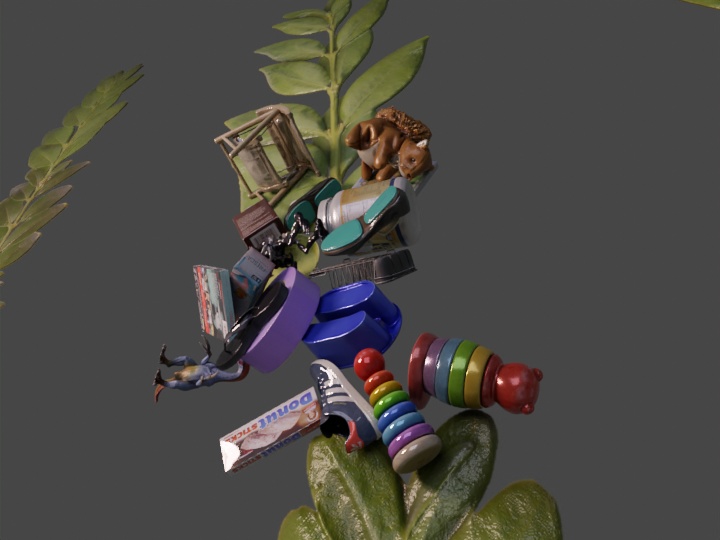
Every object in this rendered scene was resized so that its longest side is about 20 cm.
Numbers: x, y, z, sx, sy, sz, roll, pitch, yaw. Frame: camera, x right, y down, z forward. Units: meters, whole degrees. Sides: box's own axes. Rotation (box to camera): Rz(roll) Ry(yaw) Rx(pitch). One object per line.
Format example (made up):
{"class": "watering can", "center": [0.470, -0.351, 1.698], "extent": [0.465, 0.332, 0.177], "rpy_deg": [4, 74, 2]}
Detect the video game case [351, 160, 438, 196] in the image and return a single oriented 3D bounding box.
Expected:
{"class": "video game case", "center": [0.065, -0.203, 1.404], "extent": [0.179, 0.022, 0.201], "rpy_deg": [16, 58, 38]}

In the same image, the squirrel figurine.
{"class": "squirrel figurine", "center": [0.096, -0.298, 1.369], "extent": [0.184, 0.143, 0.202], "rpy_deg": [18, 60, 31]}

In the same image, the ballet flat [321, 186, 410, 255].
{"class": "ballet flat", "center": [0.016, -0.078, 1.132], "extent": [0.198, 0.068, 0.069], "rpy_deg": [-36, 38, 18]}

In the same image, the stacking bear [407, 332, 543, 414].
{"class": "stacking bear", "center": [0.183, 0.170, 0.919], "extent": [0.196, 0.115, 0.123], "rpy_deg": [9, 53, 29]}

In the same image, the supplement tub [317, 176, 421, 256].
{"class": "supplement tub", "center": [0.020, -0.110, 1.245], "extent": [0.195, 0.146, 0.147], "rpy_deg": [-10, 44, 19]}

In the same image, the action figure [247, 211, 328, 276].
{"class": "action figure", "center": [-0.161, -0.034, 1.220], "extent": [0.199, 0.118, 0.104], "rpy_deg": [-37, 41, 32]}

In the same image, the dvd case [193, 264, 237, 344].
{"class": "dvd case", "center": [-0.306, 0.066, 1.216], "extent": [0.022, 0.150, 0.199], "rpy_deg": [-10, 8, -29]}

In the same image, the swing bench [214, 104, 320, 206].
{"class": "swing bench", "center": [-0.238, -0.299, 1.527], "extent": [0.198, 0.201, 0.130], "rpy_deg": [-37, 42, -11]}

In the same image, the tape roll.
{"class": "tape roll", "center": [-0.163, 0.095, 1.134], "extent": [0.200, 0.065, 0.202], "rpy_deg": [-46, 21, 23]}

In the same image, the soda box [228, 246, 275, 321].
{"class": "soda box", "center": [-0.240, 0.042, 1.202], "extent": [0.063, 0.201, 0.069], "rpy_deg": [35, 51, 0]}

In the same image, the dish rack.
{"class": "dish rack", "center": [0.000, 0.000, 1.169], "extent": [0.196, 0.056, 0.153], "rpy_deg": [-10, 3, 29]}

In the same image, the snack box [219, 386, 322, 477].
{"class": "snack box", "center": [-0.157, 0.288, 1.042], "extent": [0.197, 0.025, 0.072], "rpy_deg": [-29, 42, -1]}

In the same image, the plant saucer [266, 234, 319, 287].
{"class": "plant saucer", "center": [-0.178, 0.000, 1.330], "extent": [0.195, 0.031, 0.203], "rpy_deg": [-15, 43, 14]}

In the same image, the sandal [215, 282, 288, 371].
{"class": "sandal", "center": [-0.209, 0.097, 1.079], "extent": [0.201, 0.043, 0.076], "rpy_deg": [-51, 20, 9]}

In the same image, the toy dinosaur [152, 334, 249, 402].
{"class": "toy dinosaur", "center": [-0.318, 0.201, 1.181], "extent": [0.177, 0.201, 0.107], "rpy_deg": [13, 56, -13]}

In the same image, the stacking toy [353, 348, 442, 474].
{"class": "stacking toy", "center": [0.047, 0.213, 0.927], "extent": [0.084, 0.086, 0.202], "rpy_deg": [-30, 57, -3]}

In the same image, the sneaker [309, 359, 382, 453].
{"class": "sneaker", "center": [-0.049, 0.230, 0.996], "extent": [0.084, 0.076, 0.199], "rpy_deg": [-30, 40, -22]}

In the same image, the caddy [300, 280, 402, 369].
{"class": "caddy", "center": [-0.015, 0.108, 1.078], "extent": [0.197, 0.105, 0.143], "rpy_deg": [-16, 37, 37]}

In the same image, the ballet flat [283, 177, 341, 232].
{"class": "ballet flat", "center": [-0.128, -0.160, 1.441], "extent": [0.068, 0.069, 0.200], "rpy_deg": [10, 44, 47]}

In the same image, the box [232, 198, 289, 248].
{"class": "box", "center": [-0.238, -0.099, 1.391], "extent": [0.099, 0.076, 0.200], "rpy_deg": [-32, 27, -5]}
